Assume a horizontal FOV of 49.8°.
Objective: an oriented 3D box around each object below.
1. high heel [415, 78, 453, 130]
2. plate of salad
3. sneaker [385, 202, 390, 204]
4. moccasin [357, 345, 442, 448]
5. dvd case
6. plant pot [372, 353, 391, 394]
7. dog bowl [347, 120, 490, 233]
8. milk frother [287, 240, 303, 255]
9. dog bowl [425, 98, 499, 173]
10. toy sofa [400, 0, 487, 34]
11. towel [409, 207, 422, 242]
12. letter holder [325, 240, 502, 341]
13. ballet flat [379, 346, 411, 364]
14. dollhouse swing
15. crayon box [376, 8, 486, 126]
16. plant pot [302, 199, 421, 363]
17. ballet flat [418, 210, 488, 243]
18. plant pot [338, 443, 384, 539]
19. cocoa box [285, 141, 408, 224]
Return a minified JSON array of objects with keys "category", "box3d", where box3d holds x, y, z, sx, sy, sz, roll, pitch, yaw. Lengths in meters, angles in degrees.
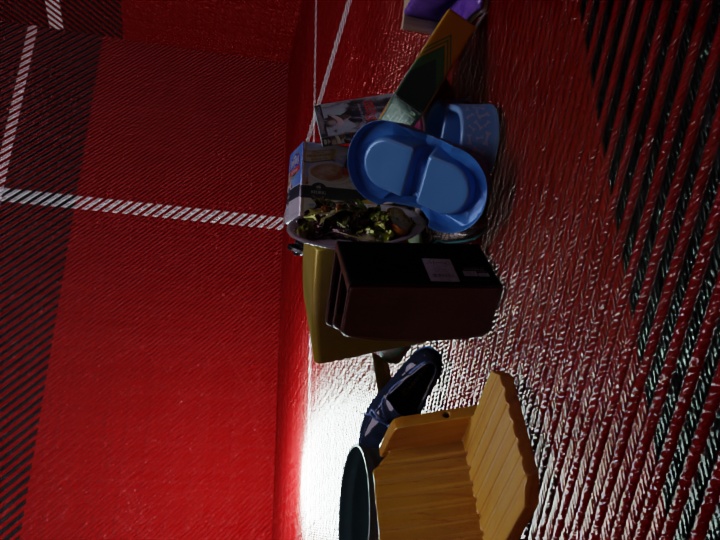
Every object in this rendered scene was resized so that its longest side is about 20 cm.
[{"category":"high heel","box3d":[0.102,-0.226,1.248,0.096,0.067,0.202,166,106,-66]},{"category":"plate of salad","box3d":[-0.006,-0.074,1.098,0.200,0.198,0.049,-115,20,-66]},{"category":"sneaker","box3d":[0.042,-0.162,1.147,0.074,0.119,0.200,-41,17,-8]},{"category":"moccasin","box3d":[0.052,0.201,1.157,0.201,0.080,0.068,-63,1,8]},{"category":"dvd case","box3d":[0.023,-0.266,1.343,0.146,0.198,0.022,-103,3,-56]},{"category":"plant pot","box3d":[0.048,0.237,1.296,0.200,0.027,0.202,-9,-90,-89]},{"category":"dog bowl","box3d":[0.079,-0.127,1.008,0.050,0.199,0.112,-34,-36,-56]},{"category":"milk frother","box3d":[-0.070,0.040,1.643,0.180,0.198,0.190,156,118,-71]},{"category":"dog bowl","box3d":[0.136,-0.185,1.095,0.200,0.049,0.113,-119,36,-70]},{"category":"toy sofa","box3d":[0.127,-0.416,1.191,0.200,0.082,0.099,158,117,-76]},{"category":"towel","box3d":[0.079,-0.100,1.405,0.149,0.030,0.202,119,153,-64]},{"category":"letter holder","box3d":[0.063,0.050,1.013,0.101,0.198,0.143,-109,24,-54]},{"category":"ballet flat","box3d":[0.055,0.089,1.401,0.064,0.067,0.201,-49,27,20]},{"category":"dollhouse swing","box3d":[0.099,0.234,0.891,0.177,0.180,0.201,79,-176,-47]},{"category":"crayon box","box3d":[0.098,-0.290,1.136,0.201,0.051,0.126,-58,5,-20]},{"category":"plant pot","box3d":[0.000,0.000,1.219,0.201,0.198,0.178,-107,6,-59]},{"category":"ballet flat","box3d":[0.118,-0.075,1.100,0.076,0.067,0.200,61,171,-5]},{"category":"plant pot","box3d":[0.052,0.353,1.100,0.200,0.133,0.203,-174,90,-78]},{"category":"cocoa box","box3d":[-0.023,-0.144,1.373,0.133,0.198,0.133,174,99,-75]}]
